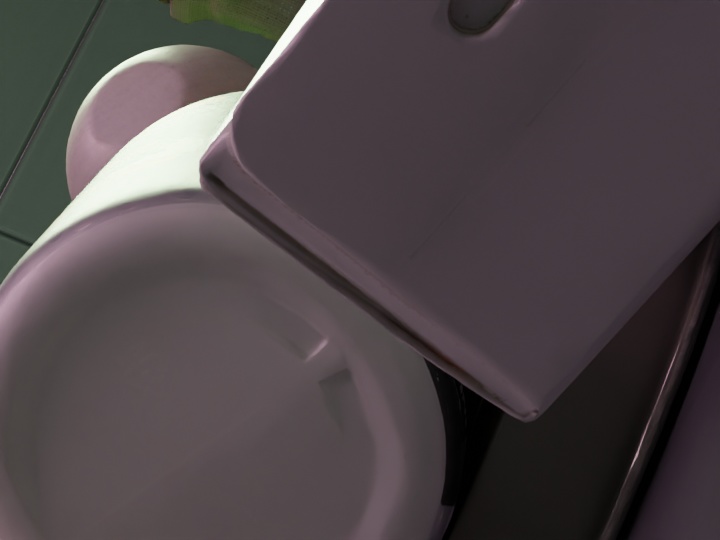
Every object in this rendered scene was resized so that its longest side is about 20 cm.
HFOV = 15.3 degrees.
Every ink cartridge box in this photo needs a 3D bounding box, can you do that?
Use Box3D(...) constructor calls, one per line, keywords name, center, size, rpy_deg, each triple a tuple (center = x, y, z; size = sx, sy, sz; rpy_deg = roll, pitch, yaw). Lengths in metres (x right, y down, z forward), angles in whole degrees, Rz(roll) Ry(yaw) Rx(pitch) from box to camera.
Box3D(name="ink cartridge box", center=(0.054, -0.073, 0.555), size=(0.145, 0.083, 0.200), rpy_deg=(-49, 7, 18))

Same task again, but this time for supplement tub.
Box3D(name="supplement tub", center=(-0.029, 0.020, 0.711), size=(0.200, 0.122, 0.123), rpy_deg=(-70, 3, -78))

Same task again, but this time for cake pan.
Box3D(name="cake pan", center=(0.050, 0.038, 0.720), size=(0.200, 0.037, 0.201), rpy_deg=(-158, 90, -89))

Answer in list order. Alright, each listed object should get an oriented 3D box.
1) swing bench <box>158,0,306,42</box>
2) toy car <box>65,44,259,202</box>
Box3D(name="swing bench", center=(0.039, -0.159, 1.004), size=(0.130, 0.198, 0.201), rpy_deg=(-116, 48, -89))
Box3D(name="toy car", center=(0.000, 0.000, 0.948), size=(0.150, 0.175, 0.200), rpy_deg=(-31, 49, 8))
